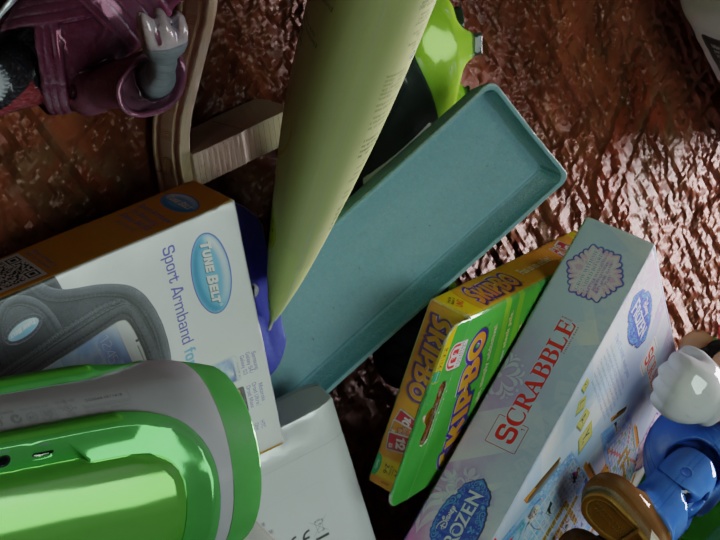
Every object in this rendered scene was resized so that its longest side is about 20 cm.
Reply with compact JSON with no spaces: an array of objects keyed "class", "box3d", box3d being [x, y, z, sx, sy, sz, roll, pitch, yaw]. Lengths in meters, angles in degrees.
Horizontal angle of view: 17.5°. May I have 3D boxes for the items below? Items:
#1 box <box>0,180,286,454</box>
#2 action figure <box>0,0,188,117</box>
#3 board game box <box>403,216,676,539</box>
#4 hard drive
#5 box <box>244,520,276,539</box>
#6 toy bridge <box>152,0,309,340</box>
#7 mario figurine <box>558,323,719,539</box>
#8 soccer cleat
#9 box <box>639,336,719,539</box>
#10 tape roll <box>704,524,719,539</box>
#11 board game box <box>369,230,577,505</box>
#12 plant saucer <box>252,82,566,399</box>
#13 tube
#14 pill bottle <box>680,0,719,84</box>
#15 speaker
[{"class":"box","box3d":[-0.113,0.046,0.973,0.199,0.041,0.120,-23,118,-24]},{"class":"action figure","box3d":[-0.101,-0.124,0.936,0.200,0.134,0.149,-44,170,0]},{"class":"board game box","box3d":[0.096,0.103,1.182,0.200,0.041,0.200,-59,158,-16]},{"class":"hard drive","box3d":[-0.048,0.164,1.085,0.131,0.027,0.201,-26,121,-16]},{"class":"box","box3d":[-0.112,0.202,0.959,0.199,0.106,0.153,-6,121,-37]},{"class":"toy bridge","box3d":[-0.060,-0.057,1.034,0.067,0.027,0.201,-28,121,-37]},{"class":"mario figurine","box3d":[0.165,0.078,1.189,0.200,0.123,0.106,-39,105,-37]},{"class":"soccer cleat","box3d":[0.007,-0.037,1.092,0.080,0.068,0.201,-4,115,-15]},{"class":"box","box3d":[0.237,0.172,1.357,0.176,0.096,0.201,40,72,-45]},{"class":"tape roll","box3d":[0.200,0.201,1.193,0.200,0.048,0.201,-32,141,-31]},{"class":"board game box","box3d":[0.062,0.044,1.130,0.200,0.030,0.096,-27,138,-63]},{"class":"plant saucer","box3d":[0.000,0.000,1.054,0.200,0.019,0.070,-41,127,3]},{"class":"tube","box3d":[-0.011,-0.066,0.954,0.058,0.052,0.201,-27,152,-35]},{"class":"pill bottle","box3d":[0.238,-0.138,1.255,0.117,0.116,0.200,-53,134,-20]},{"class":"speaker","box3d":[-0.141,0.087,0.892,0.199,0.088,0.089,-9,108,-30]}]
